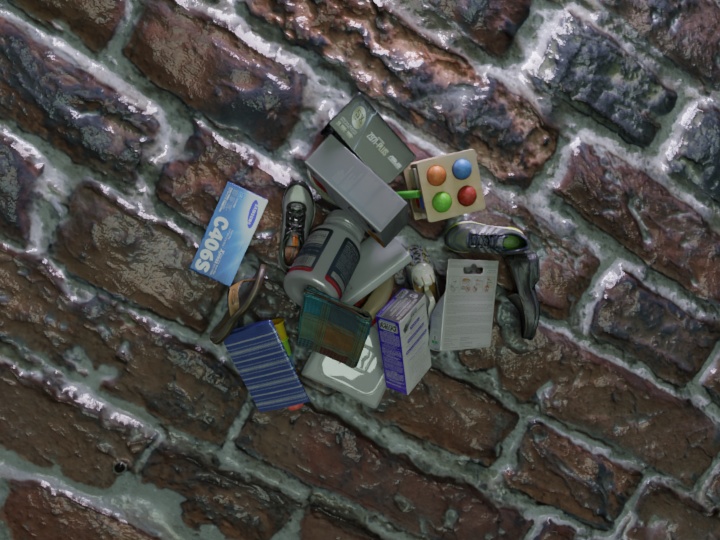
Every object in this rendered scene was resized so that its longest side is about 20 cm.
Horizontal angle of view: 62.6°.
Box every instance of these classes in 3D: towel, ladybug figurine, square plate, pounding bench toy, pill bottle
[{"bbox_3d":[-0.205,0.208,1.283,0.144,0.024,0.201,-18,103,28],"label":"towel"},{"bbox_3d":[0.007,0.064,1.276,0.201,0.135,0.072,-54,133,-22],"label":"ladybug figurine"},{"bbox_3d":[-0.057,0.122,1.199,0.146,0.201,0.022,23,51,6],"label":"towel"},{"bbox_3d":[-0.004,0.190,1.341,0.197,0.028,0.201,27,93,-10],"label":"square plate"},{"bbox_3d":[0.140,-0.169,1.249,0.198,0.156,0.125,-15,100,-6],"label":"pounding bench toy"},{"bbox_3d":[-0.065,-0.024,1.221,0.119,0.120,0.201,34,55,-11],"label":"pill bottle"}]

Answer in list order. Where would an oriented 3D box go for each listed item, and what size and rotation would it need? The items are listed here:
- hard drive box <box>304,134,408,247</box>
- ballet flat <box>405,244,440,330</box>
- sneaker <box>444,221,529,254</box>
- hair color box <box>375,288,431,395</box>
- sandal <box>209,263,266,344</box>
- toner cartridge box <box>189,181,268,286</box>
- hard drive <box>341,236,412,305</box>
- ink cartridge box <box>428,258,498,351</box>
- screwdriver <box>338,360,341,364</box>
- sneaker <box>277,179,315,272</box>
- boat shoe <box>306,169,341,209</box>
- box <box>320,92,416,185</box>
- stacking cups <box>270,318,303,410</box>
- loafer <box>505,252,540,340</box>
[{"bbox_3d":[-0.003,-0.150,1.158,0.200,0.156,0.077,44,87,11],"label":"hard drive box"},{"bbox_3d":[0.149,0.042,1.324,0.071,0.072,0.202,-13,99,-6],"label":"ballet flat"},{"bbox_3d":[0.286,-0.071,1.322,0.198,0.081,0.075,0,97,-8],"label":"sneaker"},{"bbox_3d":[0.096,0.153,1.273,0.109,0.064,0.201,-41,136,-41],"label":"hair color box"},{"bbox_3d":[-0.268,0.066,1.262,0.054,0.082,0.200,36,99,-20],"label":"sandal"},{"bbox_3d":[-0.278,-0.077,1.257,0.094,0.043,0.201,24,93,-12],"label":"toner cartridge box"},{"bbox_3d":[0.000,0.000,1.267,0.199,0.132,0.027,-37,129,-2],"label":"hard drive"},{"bbox_3d":[0.231,0.075,1.321,0.160,0.050,0.202,1,93,-35],"label":"ink cartridge box"},{"bbox_3d":[0.010,0.124,1.309,0.029,0.028,0.201,41,73,-37],"label":"screwdriver"},{"bbox_3d":[-0.135,-0.091,1.259,0.073,0.079,0.202,5,95,-7],"label":"sneaker"},{"bbox_3d":[-0.031,-0.164,1.274,0.199,0.062,0.075,35,87,4],"label":"boat shoe"},{"bbox_3d":[0.010,-0.256,1.196,0.086,0.200,0.164,-44,101,-1],"label":"box"},{"bbox_3d":[-0.165,0.207,1.307,0.060,0.061,0.202,-19,103,-5],"label":"stacking cups"},{"bbox_3d":[0.369,0.060,1.362,0.072,0.073,0.202,-2,88,1],"label":"loafer"}]
